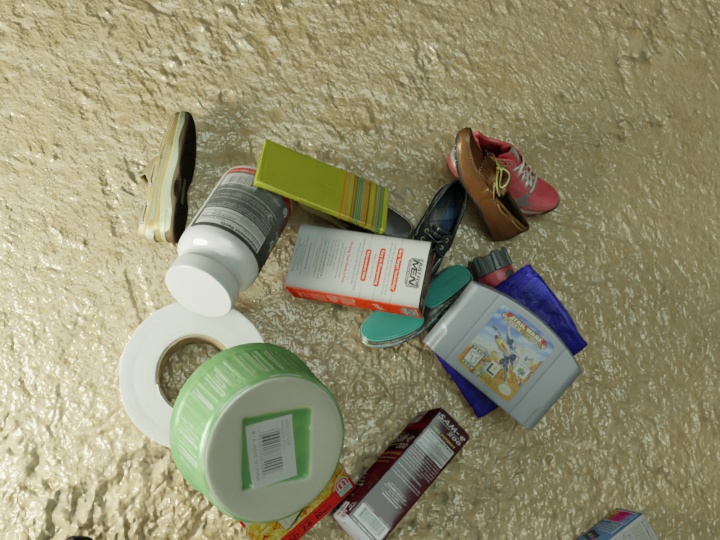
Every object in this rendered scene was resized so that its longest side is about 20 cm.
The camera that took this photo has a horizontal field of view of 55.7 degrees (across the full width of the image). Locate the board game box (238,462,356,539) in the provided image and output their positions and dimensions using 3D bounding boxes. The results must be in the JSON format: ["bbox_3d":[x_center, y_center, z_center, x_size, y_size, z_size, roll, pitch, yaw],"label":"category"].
[{"bbox_3d":[-0.116,0.259,0.898,0.151,0.046,0.201,-38,114,-18],"label":"board game box"}]

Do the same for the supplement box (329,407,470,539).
[{"bbox_3d":[0.053,0.284,0.939,0.061,0.109,0.200,45,71,2],"label":"supplement box"}]

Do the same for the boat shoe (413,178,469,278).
[{"bbox_3d":[0.119,-0.058,1.060,0.070,0.066,0.201,32,72,-2],"label":"boat shoe"}]

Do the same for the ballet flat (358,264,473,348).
[{"bbox_3d":[0.087,0.067,1.022,0.199,0.074,0.075,-29,84,-13],"label":"ballet flat"}]

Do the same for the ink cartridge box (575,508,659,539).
[{"bbox_3d":[0.350,0.458,0.977,0.199,0.076,0.137,-28,83,-19],"label":"ink cartridge box"}]

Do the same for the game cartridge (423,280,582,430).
[{"bbox_3d":[0.206,0.114,0.968,0.200,0.042,0.134,39,104,5],"label":"game cartridge"}]

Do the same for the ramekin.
[{"bbox_3d":[-0.116,0.194,0.804,0.198,0.097,0.202,-5,101,-28],"label":"ramekin"}]

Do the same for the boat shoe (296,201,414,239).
[{"bbox_3d":[-0.007,-0.094,1.030,0.199,0.065,0.074,23,59,1],"label":"boat shoe"}]

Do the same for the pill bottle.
[{"bbox_3d":[-0.179,-0.042,0.934,0.115,0.116,0.201,27,50,-5],"label":"pill bottle"}]

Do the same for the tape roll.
[{"bbox_3d":[-0.225,0.144,0.934,0.200,0.071,0.204,3,76,-12],"label":"tape roll"}]

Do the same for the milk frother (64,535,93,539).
[{"bbox_3d":[-0.310,0.438,0.818,0.200,0.181,0.188,36,108,-30],"label":"milk frother"}]

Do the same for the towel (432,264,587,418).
[{"bbox_3d":[0.213,0.106,1.004,0.199,0.050,0.148,-37,81,10],"label":"towel"}]

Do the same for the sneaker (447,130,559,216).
[{"bbox_3d":[0.240,-0.156,1.093,0.199,0.087,0.074,26,57,-5],"label":"sneaker"}]

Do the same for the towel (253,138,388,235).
[{"bbox_3d":[-0.051,-0.117,0.970,0.199,0.018,0.087,20,51,-17],"label":"towel"}]

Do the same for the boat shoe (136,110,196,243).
[{"bbox_3d":[-0.290,-0.141,0.997,0.075,0.072,0.202,4,73,5],"label":"boat shoe"}]

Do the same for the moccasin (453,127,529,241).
[{"bbox_3d":[0.202,-0.132,1.044,0.202,0.077,0.074,60,33,-24],"label":"moccasin"}]

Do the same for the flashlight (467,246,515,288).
[{"bbox_3d":[0.232,0.067,1.058,0.067,0.068,0.202,-21,86,8],"label":"flashlight"}]

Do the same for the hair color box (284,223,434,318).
[{"bbox_3d":[0.000,0.000,0.987,0.198,0.061,0.102,9,74,15],"label":"hair color box"}]
